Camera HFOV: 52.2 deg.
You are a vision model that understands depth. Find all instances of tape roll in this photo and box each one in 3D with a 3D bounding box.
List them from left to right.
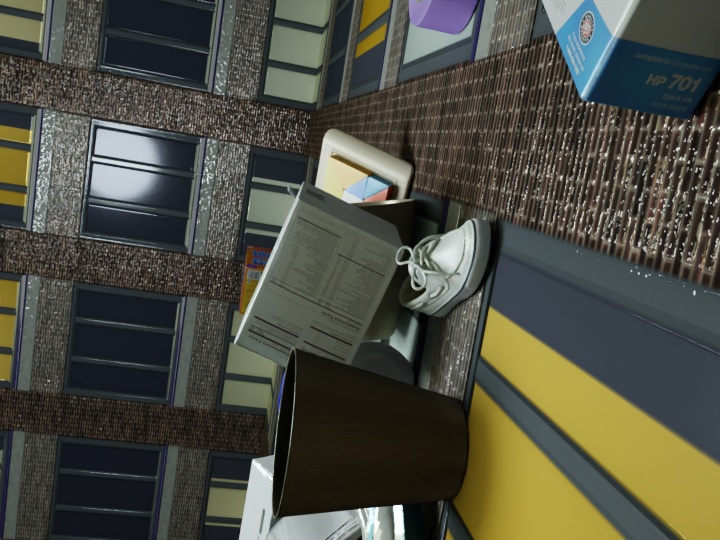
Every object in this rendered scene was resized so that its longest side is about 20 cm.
[{"bbox_3d":[0.124,-0.437,1.016,0.200,0.064,0.205,-173,90,-79],"label":"tape roll"}]

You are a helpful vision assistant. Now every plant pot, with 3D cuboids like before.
[{"bbox_3d":[0.000,0.000,1.130,0.187,0.183,0.205,-152,57,-78],"label":"plant pot"}]

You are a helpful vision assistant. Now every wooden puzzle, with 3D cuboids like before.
[{"bbox_3d":[-0.010,-0.115,1.256,0.037,0.183,0.204,-22,-46,-52],"label":"wooden puzzle"}]

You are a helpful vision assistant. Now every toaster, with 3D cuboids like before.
[{"bbox_3d":[-0.036,0.384,1.035,0.199,0.114,0.129,-39,25,-7],"label":"toaster"}]

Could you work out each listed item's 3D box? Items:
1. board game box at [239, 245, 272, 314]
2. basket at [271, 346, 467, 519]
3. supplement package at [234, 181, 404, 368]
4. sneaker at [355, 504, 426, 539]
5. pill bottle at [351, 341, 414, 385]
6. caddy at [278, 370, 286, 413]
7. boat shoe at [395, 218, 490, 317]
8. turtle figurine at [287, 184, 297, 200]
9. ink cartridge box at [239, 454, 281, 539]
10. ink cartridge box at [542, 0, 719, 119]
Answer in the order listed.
[{"bbox_3d":[-0.364,0.048,2.885,0.201,0.195,0.204,-105,26,-64],"label":"board game box"},{"bbox_3d":[0.009,0.188,0.821,0.136,0.195,0.185,160,116,-77],"label":"basket"},{"bbox_3d":[-0.054,0.015,0.972,0.152,0.148,0.203,-96,31,-75],"label":"supplement package"},{"bbox_3d":[0.030,0.265,0.917,0.079,0.076,0.203,-21,47,26],"label":"sneaker"},{"bbox_3d":[0.003,0.208,1.077,0.112,0.108,0.202,-93,15,-45],"label":"pill bottle"},{"bbox_3d":[-0.108,0.295,1.632,0.142,0.103,0.203,55,142,39],"label":"caddy"},{"bbox_3d":[0.084,-0.004,0.862,0.202,0.084,0.076,122,154,-65],"label":"boat shoe"},{"bbox_3d":[-0.050,-0.081,1.411,0.199,0.141,0.199,-15,-81,-66],"label":"turtle figurine"},{"bbox_3d":[-0.083,0.364,1.161,0.083,0.197,0.149,24,108,46],"label":"ink cartridge box"},{"bbox_3d":[0.193,-0.221,0.443,0.202,0.084,0.149,111,163,-45],"label":"ink cartridge box"}]
